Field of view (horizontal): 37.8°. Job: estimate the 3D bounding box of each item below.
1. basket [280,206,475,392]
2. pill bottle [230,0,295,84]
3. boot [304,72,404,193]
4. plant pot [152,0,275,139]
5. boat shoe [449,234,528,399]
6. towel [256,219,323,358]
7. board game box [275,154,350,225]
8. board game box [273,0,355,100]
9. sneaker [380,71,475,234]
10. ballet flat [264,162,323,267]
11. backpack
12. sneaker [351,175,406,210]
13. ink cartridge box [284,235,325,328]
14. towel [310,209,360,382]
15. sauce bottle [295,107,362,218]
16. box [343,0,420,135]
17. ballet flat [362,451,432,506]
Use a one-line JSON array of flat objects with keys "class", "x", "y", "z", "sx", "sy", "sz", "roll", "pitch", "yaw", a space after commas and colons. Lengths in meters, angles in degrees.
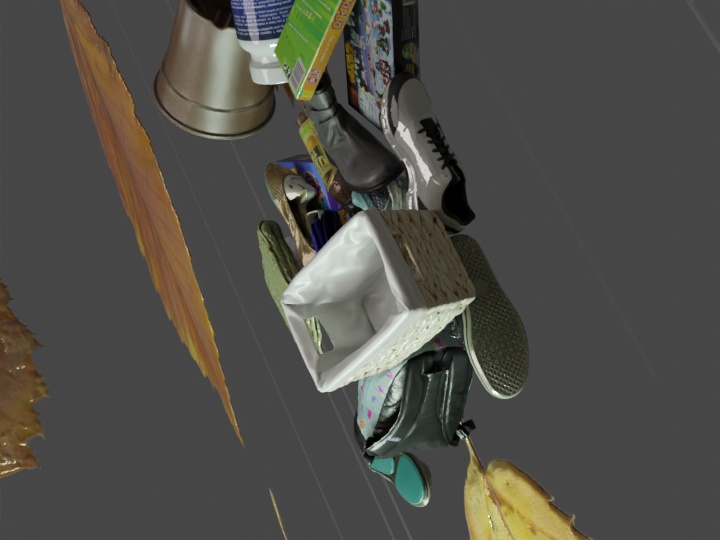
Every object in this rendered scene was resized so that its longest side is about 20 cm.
[{"class": "basket", "x": 0.021, "y": 0.032, "z": 1.205, "sx": 0.200, "sy": 0.123, "sz": 0.136, "roll": -45, "pitch": 63, "yaw": 44}, {"class": "pill bottle", "x": -0.122, "y": -0.369, "z": 1.453, "sx": 0.116, "sy": 0.115, "sz": 0.202, "roll": 34, "pitch": 138, "yaw": 57}, {"class": "boot", "x": -0.025, "y": -0.183, "z": 1.343, "sx": 0.200, "sy": 0.070, "sz": 0.132, "roll": 36, "pitch": 158, "yaw": 56}, {"class": "plant pot", "x": -0.211, "y": -0.342, "z": 1.617, "sx": 0.201, "sy": 0.199, "sz": 0.199, "roll": 59, "pitch": 149, "yaw": 28}, {"class": "boat shoe", "x": 0.140, "y": 0.056, "z": 1.222, "sx": 0.062, "sy": 0.074, "sz": 0.202, "roll": 108, "pitch": 144, "yaw": -65}, {"class": "towel", "x": -0.104, "y": 0.031, "z": 1.582, "sx": 0.149, "sy": 0.036, "sz": 0.201, "roll": 87, "pitch": 158, "yaw": -47}, {"class": "board game box", "x": -0.064, "y": -0.109, "z": 1.625, "sx": 0.200, "sy": 0.044, "sz": 0.136, "roll": 15, "pitch": 121, "yaw": 66}, {"class": "board game box", "x": -0.049, "y": -0.315, "z": 1.273, "sx": 0.201, "sy": 0.030, "sz": 0.096, "roll": -62, "pitch": 40, "yaw": 41}, {"class": "sneaker", "x": 0.085, "y": -0.135, "z": 1.220, "sx": 0.080, "sy": 0.073, "sz": 0.202, "roll": 0, "pitch": 112, "yaw": 53}, {"class": "ballet flat", "x": -0.080, "y": -0.085, "z": 1.552, "sx": 0.065, "sy": 0.070, "sz": 0.201, "roll": -39, "pitch": 70, "yaw": 41}, {"class": "backpack", "x": 0.069, "y": 0.142, "z": 1.361, "sx": 0.127, "sy": 0.165, "sz": 0.201, "roll": 56, "pitch": 148, "yaw": 40}, {"class": "sneaker", "x": 0.023, "y": -0.027, "z": 1.390, "sx": 0.078, "sy": 0.085, "sz": 0.202, "roll": -112, "pitch": 18, "yaw": -67}, {"class": "ink cartridge box", "x": -0.055, "y": 0.054, "z": 1.685, "sx": 0.177, "sy": 0.045, "sz": 0.200, "roll": 57, "pitch": 174, "yaw": -33}, {"class": "towel", "x": -0.026, "y": 0.036, "z": 1.426, "sx": 0.148, "sy": 0.049, "sz": 0.201, "roll": -102, "pitch": -2, "yaw": -55}, {"class": "sauce bottle", "x": -0.027, "y": -0.143, "z": 1.477, "sx": 0.201, "sy": 0.064, "sz": 0.065, "roll": 64, "pitch": 158, "yaw": 20}, {"class": "box", "x": 0.024, "y": -0.272, "z": 1.275, "sx": 0.137, "sy": 0.040, "sz": 0.202, "roll": 47, "pitch": 149, "yaw": 49}, {"class": "ballet flat", "x": 0.072, "y": 0.304, "z": 1.613, "sx": 0.200, "sy": 0.063, "sz": 0.068, "roll": 24, "pitch": 104, "yaw": 59}]
